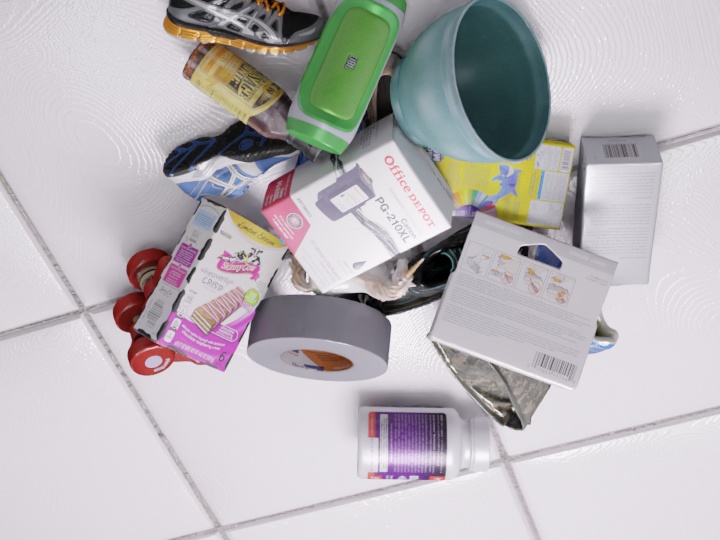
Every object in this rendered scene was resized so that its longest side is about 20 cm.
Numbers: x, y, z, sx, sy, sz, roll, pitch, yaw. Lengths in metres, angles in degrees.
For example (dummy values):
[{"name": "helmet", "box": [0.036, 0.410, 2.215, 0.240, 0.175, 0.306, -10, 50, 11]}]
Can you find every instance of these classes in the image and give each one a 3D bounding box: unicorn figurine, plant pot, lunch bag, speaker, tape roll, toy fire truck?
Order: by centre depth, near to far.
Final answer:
[{"name": "speaker", "box": [-0.017, -0.245, 1.539, 0.088, 0.088, 0.200, 24, 89, -16]}, {"name": "plant pot", "box": [0.122, -0.219, 1.562, 0.134, 0.200, 0.200, -10, 131, 41]}, {"name": "unicorn figurine", "box": [0.000, 0.000, 1.744, 0.200, 0.137, 0.074, -16, 124, 12]}, {"name": "lunch bag", "box": [0.210, 0.105, 1.792, 0.118, 0.164, 0.200, 5, 139, 48]}, {"name": "tape roll", "box": [-0.057, 0.097, 1.804, 0.200, 0.066, 0.200, 6, 160, 2]}, {"name": "toy fire truck", "box": [-0.249, 0.058, 1.824, 0.168, 0.112, 0.200, 1, 132, -30]}]

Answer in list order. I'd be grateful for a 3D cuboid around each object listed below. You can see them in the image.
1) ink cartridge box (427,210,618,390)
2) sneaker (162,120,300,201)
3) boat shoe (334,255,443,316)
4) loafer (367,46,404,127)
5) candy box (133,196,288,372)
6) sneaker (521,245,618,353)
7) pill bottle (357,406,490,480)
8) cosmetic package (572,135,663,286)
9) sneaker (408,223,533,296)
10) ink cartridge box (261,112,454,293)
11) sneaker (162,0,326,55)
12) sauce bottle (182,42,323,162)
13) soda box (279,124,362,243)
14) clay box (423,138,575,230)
[{"name": "ink cartridge box", "box": [0.209, 0.040, 1.656, 0.200, 0.045, 0.176, 21, 85, 0]}, {"name": "sneaker", "box": [-0.158, -0.144, 1.683, 0.200, 0.076, 0.077, -12, 136, 26]}, {"name": "boat shoe", "box": [0.031, 0.032, 1.816, 0.200, 0.060, 0.076, -22, 123, 16]}, {"name": "loafer", "box": [0.041, -0.188, 1.648, 0.072, 0.063, 0.200, -7, 126, 7]}, {"name": "candy box", "box": [-0.197, 0.021, 1.721, 0.136, 0.061, 0.200, 30, 85, -47]}, {"name": "sneaker", "box": [0.280, 0.030, 1.714, 0.077, 0.076, 0.200, -5, 128, 44]}, {"name": "pill bottle", "box": [0.095, 0.264, 1.957, 0.200, 0.111, 0.111, 1, 127, 1]}, {"name": "cosmetic package", "box": [0.342, -0.078, 1.722, 0.101, 0.071, 0.200, -1, 127, 2]}, {"name": "sneaker", "box": [0.151, -0.024, 1.730, 0.200, 0.079, 0.075, -33, 89, 0]}, {"name": "ink cartridge box", "box": [-0.001, -0.085, 1.627, 0.200, 0.084, 0.145, -27, 115, 20]}, {"name": "sneaker", "box": [-0.138, -0.312, 1.554, 0.200, 0.078, 0.077, 6, 117, -5]}, {"name": "sauce bottle", "box": [-0.126, -0.210, 1.599, 0.200, 0.066, 0.066, 34, 122, -1]}, {"name": "soda box", "box": [-0.053, -0.124, 1.698, 0.068, 0.064, 0.200, 12, 125, -8]}, {"name": "clay box", "box": [0.172, -0.124, 1.684, 0.200, 0.048, 0.115, 8, 104, -4]}]
